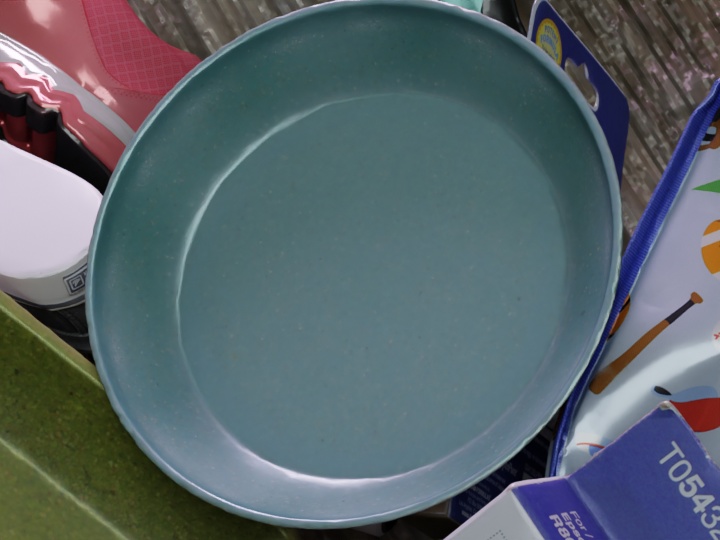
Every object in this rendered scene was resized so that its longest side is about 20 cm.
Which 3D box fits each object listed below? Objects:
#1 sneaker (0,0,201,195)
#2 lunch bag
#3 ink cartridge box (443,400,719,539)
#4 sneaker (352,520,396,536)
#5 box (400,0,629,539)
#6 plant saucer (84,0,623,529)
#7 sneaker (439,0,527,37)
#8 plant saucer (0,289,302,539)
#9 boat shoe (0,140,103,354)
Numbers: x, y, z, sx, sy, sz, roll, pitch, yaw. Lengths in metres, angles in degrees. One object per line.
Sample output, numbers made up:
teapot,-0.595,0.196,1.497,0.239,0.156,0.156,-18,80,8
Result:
sneaker,-0.148,-0.108,1.226,0.200,0.074,0.087,40,61,11
lunch bag,0.133,0.064,1.087,0.123,0.170,0.201,25,69,16
ink cartridge box,0.072,0.175,0.954,0.200,0.043,0.197,-40,70,12
sneaker,0.000,-0.004,1.157,0.084,0.073,0.201,16,81,13
box,0.059,0.009,1.124,0.032,0.121,0.201,4,74,25
plant saucer,0.000,0.000,1.056,0.199,0.036,0.201,-7,67,16
sneaker,0.039,-0.159,1.236,0.079,0.071,0.201,-6,76,-2
plant saucer,-0.147,0.108,1.014,0.200,0.048,0.200,39,49,-4
boat shoe,-0.166,-0.028,1.185,0.199,0.068,0.072,28,60,32
